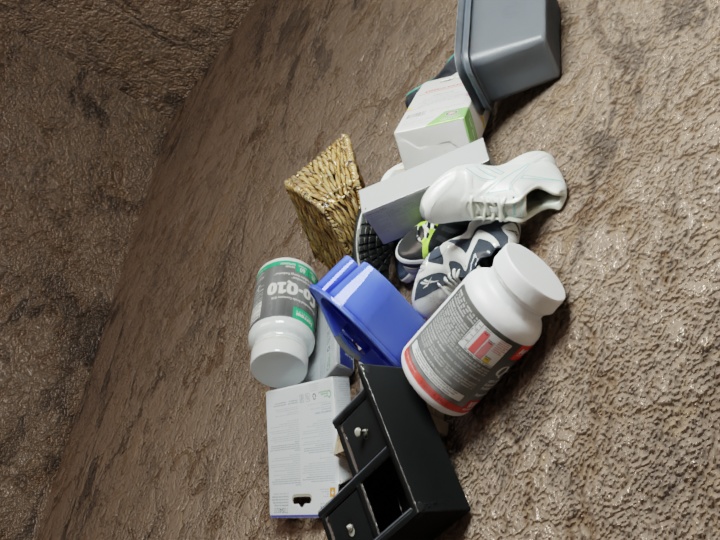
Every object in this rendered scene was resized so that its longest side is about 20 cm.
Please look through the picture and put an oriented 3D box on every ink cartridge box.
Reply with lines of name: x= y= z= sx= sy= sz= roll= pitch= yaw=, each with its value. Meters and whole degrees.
ink cartridge box: x=-0.080 y=0.277 z=1.380 sx=0.198 sy=0.040 sz=0.205 roll=-19 pitch=69 yaw=51
ink cartridge box: x=0.134 y=-0.238 z=1.390 sx=0.115 sy=0.068 sz=0.201 roll=-9 pitch=30 yaw=24
ink cartridge box: x=-0.080 y=0.153 z=1.536 sx=0.200 sy=0.040 sz=0.202 roll=-48 pitch=28 yaw=32

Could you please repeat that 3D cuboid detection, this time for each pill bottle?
pill bottle: x=-0.129 y=0.087 z=1.494 sx=0.113 sy=0.112 sz=0.203 roll=-43 pitch=31 yaw=36
pill bottle: x=0.148 y=0.071 z=1.085 sx=0.201 sy=0.114 sz=0.117 roll=-50 pitch=27 yaw=26

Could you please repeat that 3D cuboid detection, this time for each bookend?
bookend: x=0.012 y=0.259 z=1.120 sx=0.199 sy=0.091 sz=0.203 roll=-48 pitch=49 yaw=33

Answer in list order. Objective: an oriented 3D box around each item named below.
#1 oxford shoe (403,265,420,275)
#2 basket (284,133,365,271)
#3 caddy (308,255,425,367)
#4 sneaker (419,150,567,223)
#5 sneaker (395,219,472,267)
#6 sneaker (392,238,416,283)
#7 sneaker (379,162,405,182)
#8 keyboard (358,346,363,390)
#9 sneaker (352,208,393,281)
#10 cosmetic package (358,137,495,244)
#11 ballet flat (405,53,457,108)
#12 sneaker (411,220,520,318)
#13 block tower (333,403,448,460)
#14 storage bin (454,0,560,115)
oxford shoe: x=0.127 y=-0.074 z=1.346 sx=0.074 sy=0.058 sz=0.203 roll=16 pitch=71 yaw=40
basket: x=-0.012 y=-0.097 z=1.489 sx=0.148 sy=0.202 sz=0.142 roll=-39 pitch=47 yaw=-19
caddy: x=0.010 y=0.075 z=1.279 sx=0.105 sy=0.200 sz=0.141 roll=-48 pitch=23 yaw=-11
sneaker: x=0.174 y=-0.097 z=1.154 sx=0.196 sy=0.071 sz=0.081 roll=-16 pitch=44 yaw=-5
sneaker: x=0.125 y=-0.082 z=1.253 sx=0.198 sy=0.083 sz=0.072 roll=-30 pitch=41 yaw=14
sneaker: x=0.058 y=-0.067 z=1.444 sx=0.075 sy=0.084 sz=0.202 roll=-45 pitch=30 yaw=33
sneaker: x=0.103 y=-0.153 z=1.402 sx=0.091 sy=0.076 sz=0.201 roll=-10 pitch=36 yaw=50
keyboard: x=0.016 y=0.119 z=1.436 sx=0.056 sy=0.011 sz=0.202 roll=-42 pitch=32 yaw=29
sneaker: x=0.000 y=0.000 z=1.407 sx=0.087 sy=0.075 sz=0.205 roll=-1 pitch=92 yaw=49
cosmetic package: x=0.103 y=-0.114 z=1.295 sx=0.196 sy=0.083 sz=0.051 roll=-21 pitch=52 yaw=15
ballet flat: x=0.157 y=-0.316 z=1.529 sx=0.199 sy=0.072 sz=0.074 roll=-34 pitch=36 yaw=38
sneaker: x=0.142 y=0.015 z=1.196 sx=0.198 sy=0.079 sz=0.130 roll=-41 pitch=22 yaw=22
block tower: x=0.041 y=0.216 z=1.231 sx=0.199 sy=0.053 sz=0.059 roll=-32 pitch=39 yaw=48
storage bin: x=0.230 y=-0.345 z=1.342 sx=0.132 sy=0.146 sz=0.203 roll=-10 pitch=51 yaw=27
